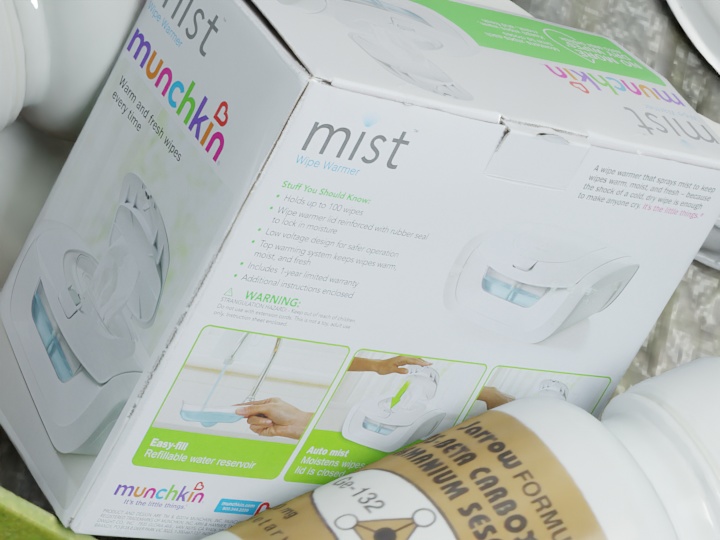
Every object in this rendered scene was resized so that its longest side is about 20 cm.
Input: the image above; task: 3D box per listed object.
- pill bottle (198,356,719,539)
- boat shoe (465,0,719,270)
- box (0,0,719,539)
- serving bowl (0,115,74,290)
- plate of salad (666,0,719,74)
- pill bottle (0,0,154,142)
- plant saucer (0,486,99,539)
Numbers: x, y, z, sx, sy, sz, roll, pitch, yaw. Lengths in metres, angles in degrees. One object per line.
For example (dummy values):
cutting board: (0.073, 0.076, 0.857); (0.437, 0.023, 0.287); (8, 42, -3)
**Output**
pill bottle: (0.047, 0.106, 0.927); (0.199, 0.114, 0.115); (-23, 81, -18)
boat shoe: (0.085, -0.039, 1.093); (0.200, 0.072, 0.069); (32, 66, -26)
box: (0.000, 0.000, 0.955); (0.199, 0.177, 0.097); (8, 29, -40)
serving bowl: (-0.082, -0.058, 1.046); (0.199, 0.066, 0.201); (7, 70, -19)
plate of salad: (0.211, -0.148, 1.204); (0.199, 0.048, 0.201); (7, 69, -20)
pill bottle: (-0.070, -0.108, 0.968); (0.199, 0.112, 0.113); (-22, 81, -26)
plant saucer: (-0.097, 0.195, 0.922); (0.200, 0.048, 0.201); (35, 57, -46)
